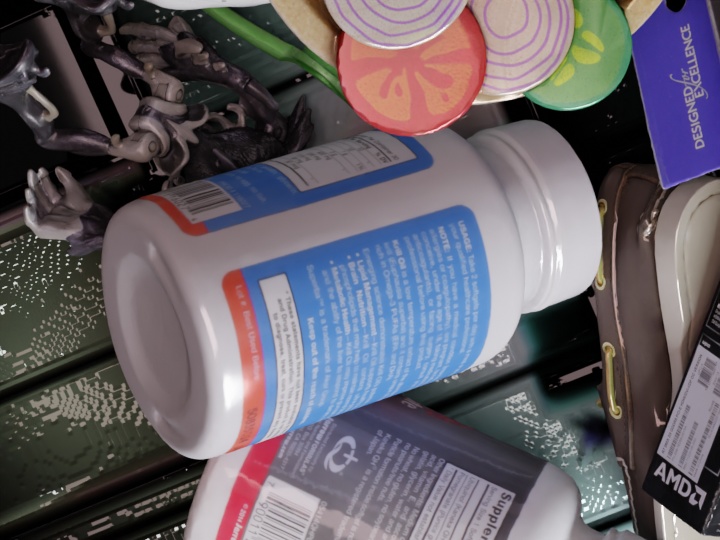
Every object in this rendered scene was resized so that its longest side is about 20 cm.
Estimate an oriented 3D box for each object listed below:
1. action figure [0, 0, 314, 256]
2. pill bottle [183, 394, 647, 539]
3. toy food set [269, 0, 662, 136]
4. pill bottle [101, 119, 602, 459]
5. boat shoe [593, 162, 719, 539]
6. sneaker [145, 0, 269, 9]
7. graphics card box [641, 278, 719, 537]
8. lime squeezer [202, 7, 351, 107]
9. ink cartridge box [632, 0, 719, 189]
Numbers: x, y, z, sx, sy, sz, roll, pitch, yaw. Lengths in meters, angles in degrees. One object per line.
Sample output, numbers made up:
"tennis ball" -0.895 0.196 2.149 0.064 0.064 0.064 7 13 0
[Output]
"action figure" -0.096 -0.062 1.052 0.200 0.102 0.119 43 73 -42
"pill bottle" 0.031 0.122 1.058 0.199 0.111 0.111 24 104 9
"toy food set" 0.047 -0.151 0.919 0.198 0.049 0.200 -45 113 9
"pill bottle" 0.000 0.000 1.011 0.199 0.112 0.113 -17 102 -26
"boat shoe" 0.138 0.048 1.067 0.059 0.072 0.201 19 124 44
"sneaker" -0.002 -0.151 0.975 0.199 0.087 0.075 -20 116 -18
"graphics card box" 0.212 0.021 1.027 0.125 0.051 0.201 8 106 -35
"lime squeezer" 0.003 -0.102 1.063 0.199 0.038 0.071 3 102 7
"ink cartridge box" 0.177 -0.155 0.956 0.200 0.043 0.199 -20 73 34
